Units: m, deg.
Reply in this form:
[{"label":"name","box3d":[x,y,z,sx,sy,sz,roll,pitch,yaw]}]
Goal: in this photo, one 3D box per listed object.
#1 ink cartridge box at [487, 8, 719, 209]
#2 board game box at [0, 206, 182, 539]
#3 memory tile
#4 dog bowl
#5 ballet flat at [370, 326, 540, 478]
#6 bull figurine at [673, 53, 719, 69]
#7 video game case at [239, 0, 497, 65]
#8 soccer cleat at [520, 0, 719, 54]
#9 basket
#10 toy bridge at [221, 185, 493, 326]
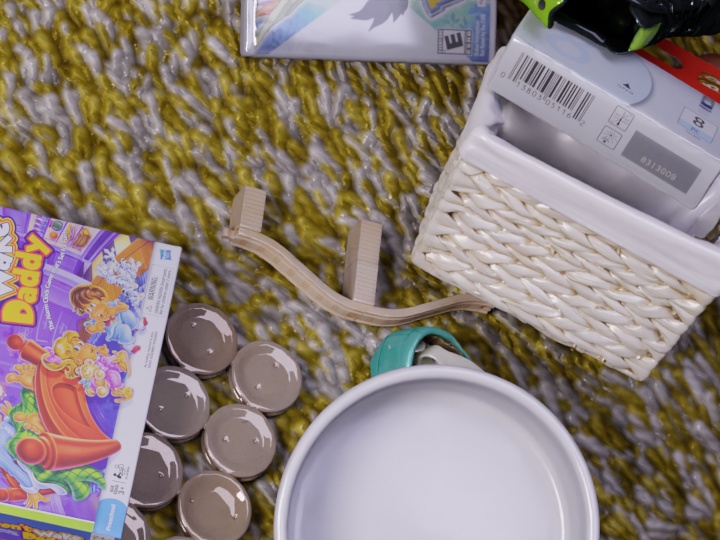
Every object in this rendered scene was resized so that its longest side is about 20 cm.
[{"label":"ink cartridge box","box3d":[0.186,-0.138,1.560,0.160,0.047,0.200,30,35,2]},{"label":"board game box","box3d":[-0.194,0.067,1.418,0.134,0.045,0.201,12,61,-6]},{"label":"memory tile","box3d":[-0.129,0.107,1.464,0.153,0.017,0.200,28,60,-10]},{"label":"dog bowl","box3d":[0.045,0.161,1.439,0.199,0.079,0.201,0,82,-3]},{"label":"ballet flat","box3d":[0.085,0.117,1.520,0.200,0.070,0.067,49,58,2]},{"label":"bull figurine","box3d":[0.228,-0.100,1.659,0.121,0.065,0.200,23,44,33]},{"label":"video game case","box3d":[0.008,-0.246,1.611,0.182,0.022,0.201,1,92,-13]},{"label":"soccer cleat","box3d":[0.186,-0.173,1.524,0.199,0.068,0.081,4,44,-30]},{"label":"basket","box3d":[0.146,-0.035,1.548,0.200,0.124,0.136,27,33,-4]},{"label":"toy bridge","box3d":[0.000,0.000,1.558,0.199,0.027,0.067,15,64,-18]}]
